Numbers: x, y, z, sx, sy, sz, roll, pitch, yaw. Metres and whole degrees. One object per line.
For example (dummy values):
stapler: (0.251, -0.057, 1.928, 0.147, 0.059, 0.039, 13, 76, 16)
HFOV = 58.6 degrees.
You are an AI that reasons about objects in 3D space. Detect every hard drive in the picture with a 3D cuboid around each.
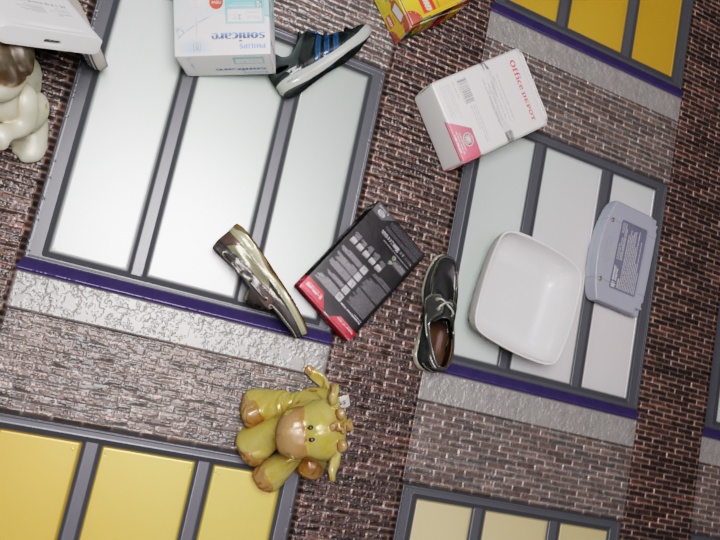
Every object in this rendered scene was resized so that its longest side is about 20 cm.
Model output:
hard drive: (-0.430, -0.346, 0.794, 0.200, 0.026, 0.131, 48, 30, 17)

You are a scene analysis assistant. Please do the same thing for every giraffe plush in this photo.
giraffe plush: (-0.078, 0.239, 0.950, 0.197, 0.162, 0.175, -28, 95, -19)

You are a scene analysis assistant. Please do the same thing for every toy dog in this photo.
toy dog: (-0.465, -0.246, 0.823, 0.137, 0.199, 0.198, 25, 78, -17)

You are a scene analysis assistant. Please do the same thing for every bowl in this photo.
bowl: (0.286, 0.050, 1.147, 0.197, 0.074, 0.204, 25, 78, -16)

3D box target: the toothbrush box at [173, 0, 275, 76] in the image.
toothbrush box: (-0.205, -0.409, 0.974, 0.142, 0.085, 0.206, -1, 88, -2)

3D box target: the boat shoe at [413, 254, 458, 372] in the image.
boat shoe: (0.141, 0.072, 1.097, 0.070, 0.067, 0.205, 13, 80, -17)

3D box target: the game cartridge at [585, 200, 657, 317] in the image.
game cartridge: (0.507, -0.025, 1.256, 0.131, 0.041, 0.204, 21, 79, -21)

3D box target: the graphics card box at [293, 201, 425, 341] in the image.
graphics card box: (0.000, 0.000, 1.057, 0.126, 0.051, 0.200, 46, 74, -11)

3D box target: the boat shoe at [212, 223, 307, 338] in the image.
boat shoe: (-0.154, 0.026, 0.993, 0.064, 0.073, 0.202, -34, 95, -8)

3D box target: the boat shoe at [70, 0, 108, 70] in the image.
boat shoe: (-0.445, -0.363, 0.914, 0.092, 0.075, 0.203, -29, 88, -13)

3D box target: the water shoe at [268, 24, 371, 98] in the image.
water shoe: (-0.067, -0.366, 1.048, 0.199, 0.071, 0.080, -39, 97, -19)

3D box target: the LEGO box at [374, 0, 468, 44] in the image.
LEGO box: (0.086, -0.526, 1.113, 0.147, 0.077, 0.203, -29, 96, -19)

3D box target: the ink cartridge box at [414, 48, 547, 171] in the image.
ink cartridge box: (0.215, -0.285, 1.140, 0.197, 0.085, 0.148, -26, 95, -18)
